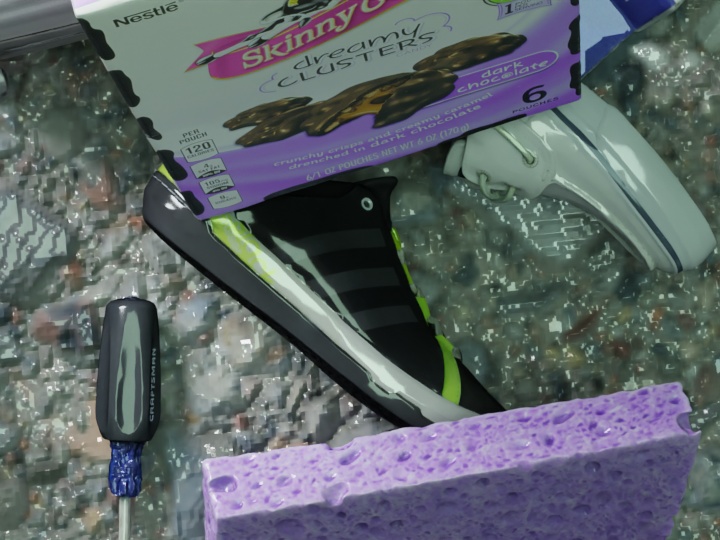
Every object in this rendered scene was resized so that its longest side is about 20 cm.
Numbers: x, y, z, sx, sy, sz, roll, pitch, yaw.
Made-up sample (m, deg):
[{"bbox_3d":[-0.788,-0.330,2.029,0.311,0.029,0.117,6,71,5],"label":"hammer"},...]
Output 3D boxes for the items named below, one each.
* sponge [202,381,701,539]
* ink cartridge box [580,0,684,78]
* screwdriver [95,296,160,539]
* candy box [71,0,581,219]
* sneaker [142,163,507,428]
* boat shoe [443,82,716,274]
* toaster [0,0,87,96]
[{"bbox_3d":[0.035,0.103,0.790,0.198,0.112,0.030,-9,52,-9],"label":"sponge"},{"bbox_3d":[0.105,-0.217,0.835,0.200,0.043,0.197,-42,95,-8],"label":"ink cartridge box"},{"bbox_3d":[-0.099,0.112,0.805,0.028,0.029,0.203,2,84,-8],"label":"screwdriver"},{"bbox_3d":[-0.009,-0.104,0.686,0.166,0.200,0.072,-17,71,2],"label":"candy box"},{"bbox_3d":[0.000,0.000,0.802,0.199,0.072,0.083,39,83,-6],"label":"sneaker"},{"bbox_3d":[0.062,-0.062,0.817,0.067,0.074,0.200,-44,82,-1],"label":"boat shoe"},{"bbox_3d":[-0.152,-0.175,0.763,0.128,0.114,0.202,-21,94,-5],"label":"toaster"}]
